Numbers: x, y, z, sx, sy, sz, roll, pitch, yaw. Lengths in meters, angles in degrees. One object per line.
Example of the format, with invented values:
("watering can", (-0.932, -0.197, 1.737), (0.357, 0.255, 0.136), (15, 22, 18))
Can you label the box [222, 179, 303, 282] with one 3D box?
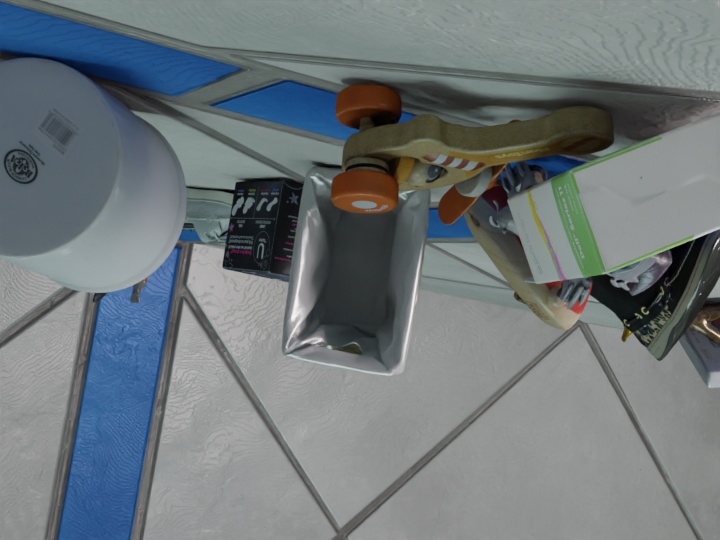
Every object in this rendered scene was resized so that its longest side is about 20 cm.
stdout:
("box", (-0.053, -0.036, 1.522), (0.198, 0.117, 0.131), (13, 175, -33))

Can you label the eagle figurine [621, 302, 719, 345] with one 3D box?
("eagle figurine", (0.329, 0.011, 1.382), (0.153, 0.150, 0.201), (54, -168, -24))

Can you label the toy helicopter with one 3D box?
("toy helicopter", (0.082, -0.079, 0.839), (0.197, 0.080, 0.132), (-6, 163, 30))

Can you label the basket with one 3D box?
("basket", (0.000, 0.000, 1.305), (0.133, 0.204, 0.123), (9, -179, 6))

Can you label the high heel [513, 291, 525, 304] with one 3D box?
("high heel", (0.253, 0.010, 1.680), (0.141, 0.073, 0.199), (4, 164, -41))

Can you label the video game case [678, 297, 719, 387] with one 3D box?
("video game case", (0.455, 0.077, 1.383), (0.179, 0.024, 0.200), (-2, -158, 0))

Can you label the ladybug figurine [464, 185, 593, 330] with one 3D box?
("ladybug figurine", (0.161, -0.020, 1.130), (0.136, 0.072, 0.201), (46, -171, -28))

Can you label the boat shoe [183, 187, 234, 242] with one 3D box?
("boat shoe", (-0.207, -0.074, 1.707), (0.198, 0.073, 0.070), (8, 176, 34))

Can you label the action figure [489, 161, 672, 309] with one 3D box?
("action figure", (0.178, -0.030, 1.009), (0.198, 0.132, 0.069), (7, 151, -39))

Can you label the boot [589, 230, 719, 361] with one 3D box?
("boot", (0.275, -0.012, 1.211), (0.153, 0.073, 0.205), (38, 150, 19))

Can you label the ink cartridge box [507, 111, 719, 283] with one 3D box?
("ink cartridge box", (0.171, -0.043, 0.811), (0.116, 0.068, 0.200), (-21, 180, -7))

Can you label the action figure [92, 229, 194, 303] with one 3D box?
("action figure", (-0.355, -0.054, 1.792), (0.198, 0.194, 0.105), (26, 133, 5))

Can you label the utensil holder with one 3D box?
("utensil holder", (-0.251, -0.075, 1.031), (0.167, 0.173, 0.200), (9, 175, 6))
